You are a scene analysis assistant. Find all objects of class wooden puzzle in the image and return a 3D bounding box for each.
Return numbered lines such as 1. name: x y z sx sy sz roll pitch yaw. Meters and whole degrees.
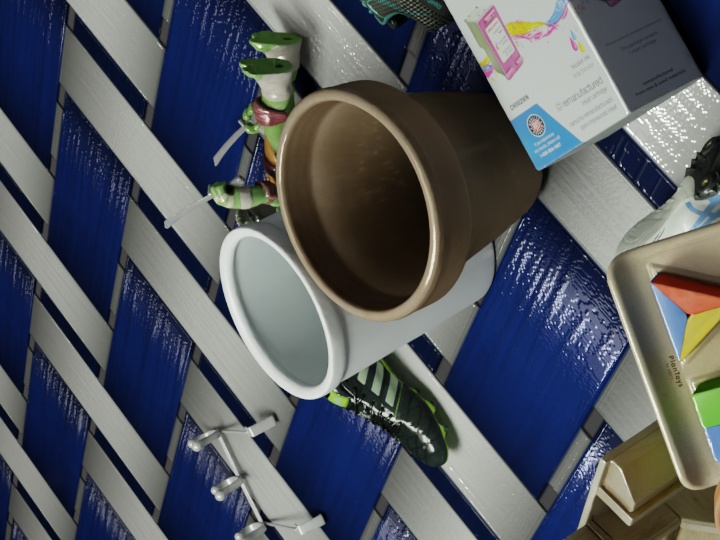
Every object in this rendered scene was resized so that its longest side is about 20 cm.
1. wooden puzzle: 0.293 0.051 1.343 0.200 0.046 0.186 -19 95 20

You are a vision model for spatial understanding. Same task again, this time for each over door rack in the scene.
1. over door rack: -0.139 0.261 2.323 0.200 0.067 0.148 -19 98 61

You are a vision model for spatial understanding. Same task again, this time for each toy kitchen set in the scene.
1. toy kitchen set: 0.267 0.233 1.505 0.180 0.200 0.163 44 147 29

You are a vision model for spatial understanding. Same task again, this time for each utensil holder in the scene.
1. utensil holder: 0.000 0.000 1.742 0.170 0.200 0.170 39 143 37

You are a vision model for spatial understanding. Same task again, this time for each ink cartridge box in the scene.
1. ink cartridge box: 0.149 -0.198 1.454 0.200 0.085 0.144 62 151 3

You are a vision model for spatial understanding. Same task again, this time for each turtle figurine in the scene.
1. turtle figurine: -0.115 -0.130 1.868 0.200 0.144 0.194 24 127 32

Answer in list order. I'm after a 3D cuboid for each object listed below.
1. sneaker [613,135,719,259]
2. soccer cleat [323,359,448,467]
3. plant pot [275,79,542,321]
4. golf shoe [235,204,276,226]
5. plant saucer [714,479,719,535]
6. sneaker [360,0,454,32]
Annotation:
1. sneaker: 0.265 -0.042 1.431 0.072 0.072 0.200 28 143 -9
2. soccer cleat: 0.013 0.130 1.952 0.200 0.081 0.068 51 149 19
3. plant pot: 0.055 -0.075 1.599 0.200 0.174 0.201 23 123 42
4. golf shoe: -0.056 -0.014 1.956 0.200 0.078 0.097 31 145 46
5. plant saucer: 0.353 0.161 1.357 0.200 0.200 0.032 109 167 -53
6. sneaker: 0.012 -0.253 1.644 0.200 0.077 0.091 25 138 50
